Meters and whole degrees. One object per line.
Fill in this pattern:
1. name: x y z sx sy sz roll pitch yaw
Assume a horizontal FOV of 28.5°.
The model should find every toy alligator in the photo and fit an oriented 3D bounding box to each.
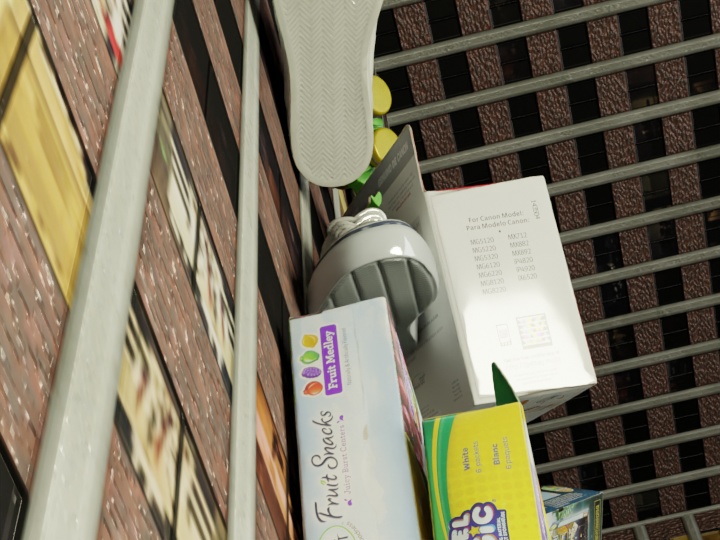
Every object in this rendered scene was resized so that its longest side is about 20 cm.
1. toy alligator: -0.017 -0.129 1.048 0.054 0.059 0.202 -5 80 -45

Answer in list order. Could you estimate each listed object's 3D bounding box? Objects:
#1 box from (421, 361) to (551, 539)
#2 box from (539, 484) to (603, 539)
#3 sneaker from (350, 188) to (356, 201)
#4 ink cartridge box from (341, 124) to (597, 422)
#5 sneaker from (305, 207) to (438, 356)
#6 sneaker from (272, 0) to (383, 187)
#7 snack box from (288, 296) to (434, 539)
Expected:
1. box: 0.060 0.146 0.558 0.118 0.048 0.201 73 11 -44
2. box: 0.088 0.226 0.767 0.136 0.037 0.202 1 91 -61
3. sneaker: 0.017 -0.067 1.247 0.200 0.077 0.086 -119 -172 -73
4. ink cartridge box: 0.058 0.018 0.918 0.200 0.083 0.177 132 -52 -67
5. sneaker: 0.000 0.000 0.794 0.200 0.072 0.071 98 -21 -73
6. sneaker: -0.022 -0.166 0.872 0.116 0.073 0.202 -100 -167 -63
7. snack box: 0.013 0.133 0.614 0.201 0.052 0.143 -97 174 -47
